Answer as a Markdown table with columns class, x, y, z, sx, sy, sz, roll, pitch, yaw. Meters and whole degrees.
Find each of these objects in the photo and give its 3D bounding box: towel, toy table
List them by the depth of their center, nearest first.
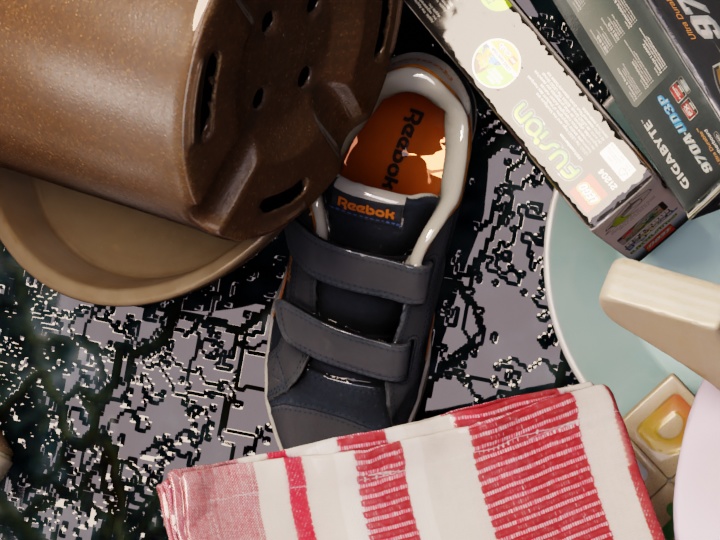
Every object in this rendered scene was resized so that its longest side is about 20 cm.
| class | x | y | z | sx | sy | sz | roll | pitch | yaw |
| --- | --- | --- | --- | --- | --- | --- | --- | --- | --- |
| towel | 0.031 | 0.127 | 0.836 | 0.198 | 0.023 | 0.145 | -11 | 69 | -18 |
| toy table | 0.188 | 0.053 | 0.842 | 0.182 | 0.117 | 0.202 | 5 | 67 | 19 |

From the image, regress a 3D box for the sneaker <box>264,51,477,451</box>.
| class | x | y | z | sx | sy | sz | roll | pitch | yaw |
| --- | --- | --- | --- | --- | --- | --- | --- | --- | --- |
| sneaker | 0.000 | 0.000 | 0.948 | 0.078 | 0.079 | 0.202 | 13 | 92 | 7 |

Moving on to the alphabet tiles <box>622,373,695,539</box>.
| class | x | y | z | sx | sy | sz | roll | pitch | yaw |
| --- | --- | --- | --- | --- | --- | --- | --- | --- | --- |
| alphabet tiles | 0.146 | 0.150 | 0.942 | 0.200 | 0.006 | 0.167 | -44 | 90 | 10 |

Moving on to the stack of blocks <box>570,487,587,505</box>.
| class | x | y | z | sx | sy | sz | roll | pitch | yaw |
| --- | --- | --- | --- | --- | --- | --- | --- | --- | --- |
| stack of blocks | 0.105 | 0.199 | 0.921 | 0.115 | 0.059 | 0.201 | -35 | 91 | 10 |

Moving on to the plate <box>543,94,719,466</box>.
| class | x | y | z | sx | sy | sz | roll | pitch | yaw |
| --- | --- | --- | --- | --- | --- | --- | --- | --- | --- |
| plate | 0.180 | -0.006 | 0.949 | 0.198 | 0.026 | 0.202 | 0 | 89 | 7 |

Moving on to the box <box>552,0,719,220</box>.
| class | x | y | z | sx | sy | sz | roll | pitch | yaw |
| --- | --- | --- | --- | --- | --- | --- | --- | --- | --- |
| box | 0.147 | -0.133 | 0.886 | 0.158 | 0.046 | 0.201 | -20 | 73 | -37 |

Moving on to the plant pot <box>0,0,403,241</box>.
| class | x | y | z | sx | sy | sz | roll | pitch | yaw |
| --- | --- | --- | --- | --- | --- | --- | --- | --- | --- |
| plant pot | -0.102 | -0.113 | 0.852 | 0.197 | 0.200 | 0.202 | 24 | 92 | 26 |

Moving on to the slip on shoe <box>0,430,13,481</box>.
| class | x | y | z | sx | sy | sz | roll | pitch | yaw |
| --- | --- | --- | --- | --- | --- | --- | --- | --- | --- |
| slip on shoe | -0.227 | 0.017 | 0.985 | 0.200 | 0.076 | 0.061 | 40 | 82 | 13 |

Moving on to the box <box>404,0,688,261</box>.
| class | x | y | z | sx | sy | sz | roll | pitch | yaw |
| --- | --- | --- | --- | --- | --- | --- | --- | --- | --- |
| box | 0.059 | -0.095 | 0.909 | 0.035 | 0.110 | 0.200 | -40 | 73 | 8 |

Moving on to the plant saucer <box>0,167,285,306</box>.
| class | x | y | z | sx | sy | sz | roll | pitch | yaw |
| --- | --- | --- | --- | --- | --- | --- | --- | --- | --- |
| plant saucer | -0.084 | -0.078 | 0.951 | 0.199 | 0.029 | 0.202 | -10 | 68 | 27 |
